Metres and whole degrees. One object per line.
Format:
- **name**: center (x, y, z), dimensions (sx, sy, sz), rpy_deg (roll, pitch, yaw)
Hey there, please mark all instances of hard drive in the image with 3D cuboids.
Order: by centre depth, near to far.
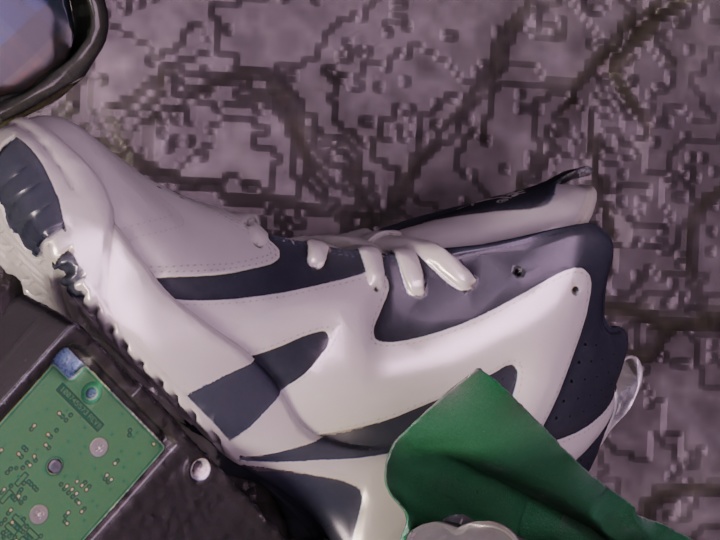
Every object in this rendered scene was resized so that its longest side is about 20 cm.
- **hard drive**: center (-0.066, 0.121, 0.748), dimensions (0.140, 0.038, 0.200), rpy_deg (-49, 123, -11)

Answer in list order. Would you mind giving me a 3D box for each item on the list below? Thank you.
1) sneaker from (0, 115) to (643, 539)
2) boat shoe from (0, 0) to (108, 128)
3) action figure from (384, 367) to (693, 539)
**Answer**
- **sneaker**: center (0.000, 0.000, 0.770), dimensions (0.199, 0.079, 0.130), rpy_deg (44, 77, -17)
- **boat shoe**: center (-0.159, -0.047, 0.725), dimensions (0.200, 0.057, 0.069), rpy_deg (-18, 98, -18)
- **action figure**: center (0.062, 0.102, 0.766), dimensions (0.200, 0.055, 0.118), rpy_deg (22, 95, -58)
